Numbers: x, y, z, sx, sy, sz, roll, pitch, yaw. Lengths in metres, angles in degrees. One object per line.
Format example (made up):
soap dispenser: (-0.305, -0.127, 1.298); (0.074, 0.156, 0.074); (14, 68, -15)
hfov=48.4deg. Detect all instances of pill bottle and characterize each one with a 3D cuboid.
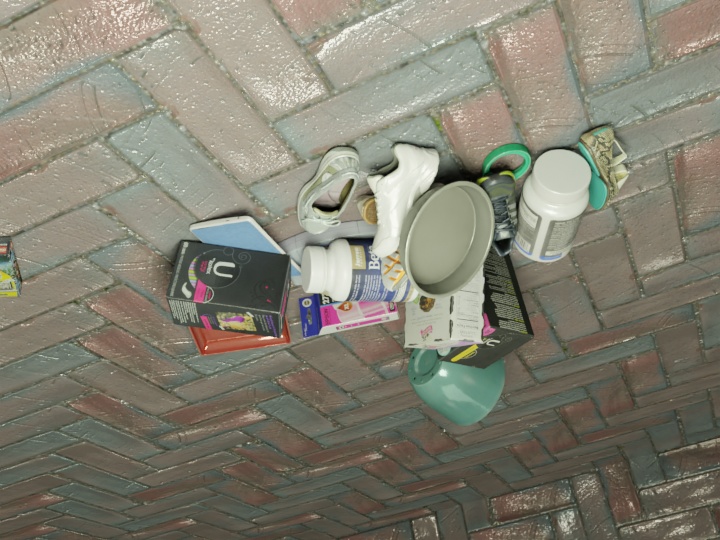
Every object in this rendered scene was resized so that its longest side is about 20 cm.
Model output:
pill bottle: (0.335, -0.112, 1.402); (0.114, 0.114, 0.200); (-8, 149, -4)
pill bottle: (0.000, 0.000, 1.424); (0.200, 0.111, 0.111); (1, 147, -17)

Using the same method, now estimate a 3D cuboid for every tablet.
tablet: (-0.200, -0.036, 1.434); (0.130, 0.014, 0.200); (-6, 149, 25)

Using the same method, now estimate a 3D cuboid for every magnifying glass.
magnifying glass: (0.231, -0.149, 1.402); (0.080, 0.022, 0.200); (3, 147, -20)

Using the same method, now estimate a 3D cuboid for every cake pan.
cake pan: (0.139, -0.053, 1.314); (0.200, 0.037, 0.200); (-18, 120, -34)

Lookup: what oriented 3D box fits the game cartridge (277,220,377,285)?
game cartridge: (-0.050, -0.035, 1.493); (0.200, 0.042, 0.133); (-14, 152, 6)

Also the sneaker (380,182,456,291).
sneaker: (0.108, -0.047, 1.361); (0.077, 0.078, 0.200); (32, 91, -34)

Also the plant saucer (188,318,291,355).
plant saucer: (-0.251, 0.105, 1.658); (0.199, 0.037, 0.200); (-8, 147, -3)

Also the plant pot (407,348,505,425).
plant pot: (0.208, 0.237, 1.859); (0.161, 0.201, 0.201); (30, 132, -29)

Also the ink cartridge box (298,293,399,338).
ink cartridge box: (-0.026, 0.070, 1.608); (0.200, 0.095, 0.037); (-13, 148, 5)

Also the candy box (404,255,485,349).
candy box: (0.152, 0.039, 1.465); (0.072, 0.200, 0.168); (8, 168, -25)

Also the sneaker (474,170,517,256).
sneaker: (0.246, -0.099, 1.391); (0.074, 0.081, 0.200); (-16, 148, 7)

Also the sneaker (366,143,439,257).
sneaker: (0.048, -0.120, 1.314); (0.099, 0.078, 0.200); (18, 104, -15)

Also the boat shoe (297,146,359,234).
boat shoe: (-0.053, -0.119, 1.327); (0.074, 0.065, 0.202); (7, 145, -24)

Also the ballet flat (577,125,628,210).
ballet flat: (0.425, -0.177, 1.379); (0.075, 0.068, 0.200); (-30, 144, 3)

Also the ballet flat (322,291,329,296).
ballet flat: (-0.007, 0.024, 1.567); (0.200, 0.070, 0.069); (-16, 148, 10)

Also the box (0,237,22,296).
box: (-0.690, -0.004, 1.358); (0.200, 0.038, 0.137); (0, 147, -15)

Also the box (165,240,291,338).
box: (-0.230, 0.035, 1.427); (0.200, 0.122, 0.106); (7, 149, -1)

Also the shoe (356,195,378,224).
shoe: (0.087, -0.109, 1.404); (0.200, 0.053, 0.070); (3, 106, -25)

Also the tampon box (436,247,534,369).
tampon box: (0.225, 0.068, 1.576); (0.126, 0.200, 0.150); (14, 140, -34)
